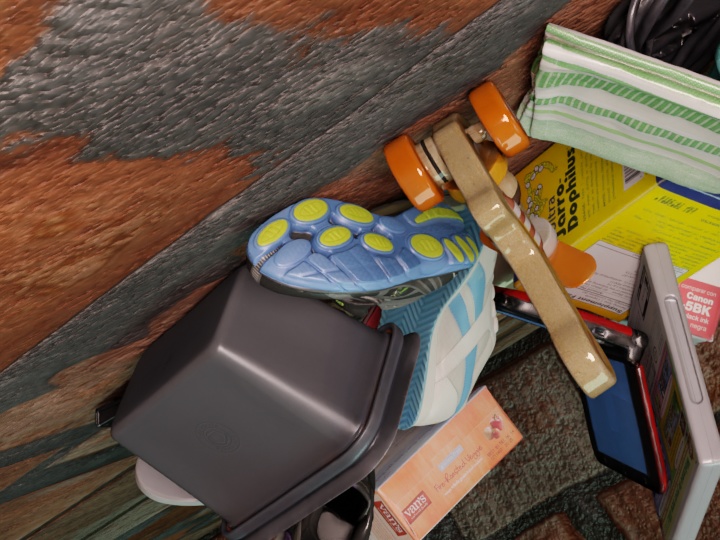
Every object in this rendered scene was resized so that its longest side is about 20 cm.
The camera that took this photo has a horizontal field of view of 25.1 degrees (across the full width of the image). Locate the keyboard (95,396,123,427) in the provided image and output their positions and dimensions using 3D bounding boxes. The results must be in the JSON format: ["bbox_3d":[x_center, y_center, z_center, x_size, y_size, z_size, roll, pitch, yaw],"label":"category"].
[{"bbox_3d":[-0.137,0.119,1.360,0.199,0.021,0.127,6,152,-46],"label":"keyboard"}]

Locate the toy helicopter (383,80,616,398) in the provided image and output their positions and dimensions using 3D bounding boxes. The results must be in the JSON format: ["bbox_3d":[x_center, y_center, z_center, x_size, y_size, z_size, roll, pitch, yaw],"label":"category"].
[{"bbox_3d":[0.100,-0.008,0.977,0.079,0.201,0.132,-31,154,9],"label":"toy helicopter"}]

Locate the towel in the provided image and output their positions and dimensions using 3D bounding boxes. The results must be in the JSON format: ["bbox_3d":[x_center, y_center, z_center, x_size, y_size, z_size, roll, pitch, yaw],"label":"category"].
[{"bbox_3d":[0.172,-0.092,0.995,0.200,0.152,0.024,76,33,-80],"label":"towel"}]

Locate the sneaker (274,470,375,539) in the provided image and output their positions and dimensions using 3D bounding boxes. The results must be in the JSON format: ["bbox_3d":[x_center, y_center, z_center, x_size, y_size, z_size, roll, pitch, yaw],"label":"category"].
[{"bbox_3d":[-0.012,0.163,1.156,0.088,0.075,0.201,-50,-162,40],"label":"sneaker"}]

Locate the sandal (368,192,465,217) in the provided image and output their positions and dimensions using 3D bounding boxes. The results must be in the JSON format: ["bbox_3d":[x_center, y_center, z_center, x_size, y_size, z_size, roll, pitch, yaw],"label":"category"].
[{"bbox_3d":[0.000,0.000,1.173,0.201,0.058,0.080,-34,171,27],"label":"sandal"}]

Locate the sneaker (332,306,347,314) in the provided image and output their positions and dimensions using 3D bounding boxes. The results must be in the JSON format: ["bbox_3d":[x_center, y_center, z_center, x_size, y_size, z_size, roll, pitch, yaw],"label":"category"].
[{"bbox_3d":[-0.049,0.071,1.419,0.104,0.060,0.199,-13,169,-46],"label":"sneaker"}]

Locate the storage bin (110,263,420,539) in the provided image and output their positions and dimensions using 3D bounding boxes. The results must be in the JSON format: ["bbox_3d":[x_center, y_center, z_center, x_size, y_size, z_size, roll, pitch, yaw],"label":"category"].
[{"bbox_3d":[-0.072,0.081,1.122,0.200,0.134,0.146,-37,-155,44],"label":"storage bin"}]

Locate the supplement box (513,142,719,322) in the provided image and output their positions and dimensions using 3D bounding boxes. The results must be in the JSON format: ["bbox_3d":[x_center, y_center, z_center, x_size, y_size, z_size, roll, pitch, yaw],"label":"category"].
[{"bbox_3d":[0.218,-0.058,1.269,0.108,0.110,0.200,17,147,-25],"label":"supplement box"}]

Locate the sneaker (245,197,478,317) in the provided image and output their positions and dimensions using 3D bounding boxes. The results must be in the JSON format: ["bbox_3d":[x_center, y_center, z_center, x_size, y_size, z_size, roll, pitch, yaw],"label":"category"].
[{"bbox_3d":[-0.001,0.000,1.041,0.083,0.071,0.199,-45,157,29],"label":"sneaker"}]

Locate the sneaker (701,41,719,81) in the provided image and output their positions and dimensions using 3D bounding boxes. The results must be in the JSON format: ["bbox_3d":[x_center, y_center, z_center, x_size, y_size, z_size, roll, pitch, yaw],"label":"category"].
[{"bbox_3d":[0.240,-0.106,1.018,0.079,0.078,0.200,-23,171,13],"label":"sneaker"}]

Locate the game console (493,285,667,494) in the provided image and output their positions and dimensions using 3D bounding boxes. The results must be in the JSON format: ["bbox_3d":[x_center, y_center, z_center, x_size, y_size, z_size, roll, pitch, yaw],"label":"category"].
[{"bbox_3d":[0.162,0.091,1.329,0.200,0.172,0.119,-172,-80,-82],"label":"game console"}]

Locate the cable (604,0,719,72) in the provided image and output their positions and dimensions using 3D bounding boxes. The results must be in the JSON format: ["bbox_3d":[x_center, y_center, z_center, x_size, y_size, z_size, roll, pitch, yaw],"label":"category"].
[{"bbox_3d":[0.231,-0.169,0.989,0.199,0.051,0.163,-20,169,-43],"label":"cable"}]

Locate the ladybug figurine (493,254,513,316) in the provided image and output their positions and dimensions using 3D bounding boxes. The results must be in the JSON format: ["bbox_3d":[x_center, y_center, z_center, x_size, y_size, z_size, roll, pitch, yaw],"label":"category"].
[{"bbox_3d":[0.135,-0.004,1.557,0.135,0.072,0.200,-31,171,4],"label":"ladybug figurine"}]

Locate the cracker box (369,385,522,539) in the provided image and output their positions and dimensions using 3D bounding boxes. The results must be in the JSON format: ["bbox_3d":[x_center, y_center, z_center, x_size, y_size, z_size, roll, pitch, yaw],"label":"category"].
[{"bbox_3d":[0.028,0.171,1.337,0.134,0.058,0.200,-40,-174,-29],"label":"cracker box"}]

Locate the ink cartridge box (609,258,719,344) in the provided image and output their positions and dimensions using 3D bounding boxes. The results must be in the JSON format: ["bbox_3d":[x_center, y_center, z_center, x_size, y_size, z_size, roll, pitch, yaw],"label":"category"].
[{"bbox_3d":[0.287,-0.042,1.409,0.147,0.082,0.201,34,73,-84],"label":"ink cartridge box"}]

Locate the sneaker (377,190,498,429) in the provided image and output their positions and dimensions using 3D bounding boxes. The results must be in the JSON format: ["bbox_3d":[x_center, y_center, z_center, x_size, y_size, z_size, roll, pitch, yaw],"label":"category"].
[{"bbox_3d":[0.067,0.022,1.227,0.081,0.076,0.201,-3,116,-48],"label":"sneaker"}]

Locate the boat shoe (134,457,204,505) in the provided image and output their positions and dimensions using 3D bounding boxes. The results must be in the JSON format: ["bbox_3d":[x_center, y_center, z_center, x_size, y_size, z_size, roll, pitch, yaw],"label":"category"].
[{"bbox_3d":[-0.094,0.157,1.371,0.199,0.071,0.070,-17,160,-15],"label":"boat shoe"}]

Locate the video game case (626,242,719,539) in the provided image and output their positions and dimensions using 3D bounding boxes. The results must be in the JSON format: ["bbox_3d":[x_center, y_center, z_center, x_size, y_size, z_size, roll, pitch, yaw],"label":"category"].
[{"bbox_3d":[0.240,0.105,1.260,0.022,0.183,0.200,-8,151,-2],"label":"video game case"}]

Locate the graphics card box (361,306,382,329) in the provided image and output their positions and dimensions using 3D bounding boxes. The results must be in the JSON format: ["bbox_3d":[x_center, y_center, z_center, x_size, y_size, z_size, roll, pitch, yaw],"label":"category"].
[{"bbox_3d":[0.045,0.030,1.366,0.126,0.051,0.200,-59,175,-7],"label":"graphics card box"}]
